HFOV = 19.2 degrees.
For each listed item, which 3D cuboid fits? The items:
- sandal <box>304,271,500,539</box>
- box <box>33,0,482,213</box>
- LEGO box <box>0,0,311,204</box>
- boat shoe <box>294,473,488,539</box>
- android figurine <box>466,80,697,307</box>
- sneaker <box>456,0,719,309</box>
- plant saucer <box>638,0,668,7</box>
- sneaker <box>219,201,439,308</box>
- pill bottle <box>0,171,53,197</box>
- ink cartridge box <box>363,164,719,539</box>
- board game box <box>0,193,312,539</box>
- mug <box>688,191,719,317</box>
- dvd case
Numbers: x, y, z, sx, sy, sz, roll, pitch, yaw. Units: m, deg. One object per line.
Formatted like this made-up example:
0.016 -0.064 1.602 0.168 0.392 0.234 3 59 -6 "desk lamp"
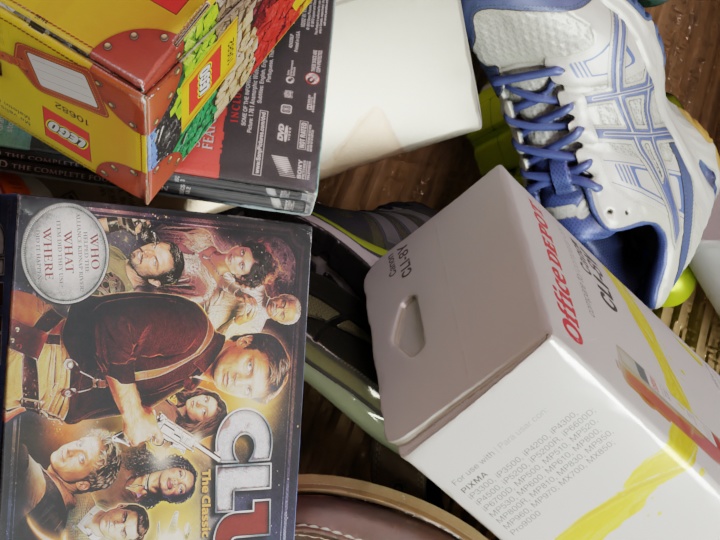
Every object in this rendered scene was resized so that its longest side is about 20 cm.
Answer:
0.022 0.079 0.936 0.201 0.057 0.080 42 19 -7 "sandal"
-0.058 -0.078 0.919 0.200 0.078 0.095 -18 22 -16 "box"
-0.120 -0.143 0.802 0.200 0.077 0.149 31 64 11 "LEGO box"
0.040 0.151 0.881 0.200 0.070 0.070 26 42 -14 "boat shoe"
0.116 -0.062 1.082 0.182 0.041 0.200 56 32 -13 "android figurine"
0.102 -0.059 0.953 0.200 0.075 0.088 45 53 -37 "sneaker"
0.092 -0.173 1.125 0.200 0.200 0.036 13 94 -25 "plant saucer"
0.000 0.000 0.987 0.200 0.074 0.081 22 28 -17 "sneaker"
-0.219 0.007 0.800 0.200 0.110 0.110 6 54 -30 "pill bottle"
0.102 0.071 0.905 0.200 0.083 0.145 41 19 -25 "ink cartridge box"
-0.085 0.076 0.800 0.135 0.035 0.200 4 88 -40 "board game box"
0.268 0.011 1.059 0.149 0.186 0.153 -67 135 -68 "mug"
-0.110 -0.099 0.842 0.200 0.022 0.146 8 58 -7 "dvd case"
